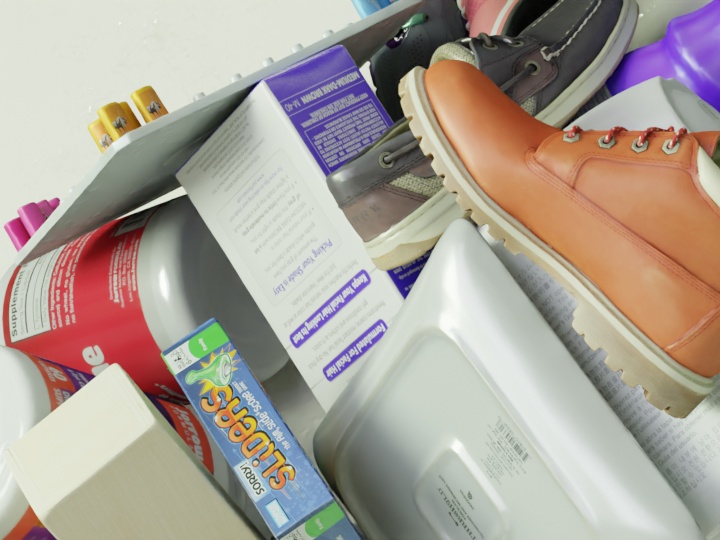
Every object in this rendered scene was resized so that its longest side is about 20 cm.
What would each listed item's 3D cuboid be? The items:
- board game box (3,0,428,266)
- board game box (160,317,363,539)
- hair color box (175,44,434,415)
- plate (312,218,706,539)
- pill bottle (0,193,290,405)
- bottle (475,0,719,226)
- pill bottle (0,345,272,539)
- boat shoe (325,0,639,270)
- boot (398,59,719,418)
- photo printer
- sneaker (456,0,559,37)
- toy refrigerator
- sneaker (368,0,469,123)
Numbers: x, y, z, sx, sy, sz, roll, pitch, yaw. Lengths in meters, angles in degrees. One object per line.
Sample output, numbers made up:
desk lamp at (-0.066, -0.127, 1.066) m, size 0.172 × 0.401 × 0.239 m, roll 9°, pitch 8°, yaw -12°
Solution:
board game box at (-0.081, -0.081, 1.490) m, size 0.026 × 0.199 × 0.200 m, roll 59°, pitch 152°, yaw 4°
board game box at (-0.022, 0.129, 1.394) m, size 0.034 × 0.200 × 0.136 m, roll -33°, pitch 48°, yaw -4°
hair color box at (0.000, 0.000, 1.429) m, size 0.201 × 0.065 × 0.109 m, roll 59°, pitch 143°, yaw 7°
plate at (0.057, 0.109, 1.339) m, size 0.200 × 0.032 × 0.200 m, roll 54°, pitch 140°, yaw 19°
pill bottle at (-0.138, 0.030, 1.600) m, size 0.199 × 0.112 × 0.113 m, roll -18°, pitch 63°, yaw 39°
bottle at (0.144, -0.066, 1.394) m, size 0.200 × 0.065 × 0.084 m, roll -47°, pitch 42°, yaw 20°
pill bottle at (-0.141, 0.115, 1.508) m, size 0.111 × 0.199 × 0.112 m, roll -17°, pitch 64°, yaw 38°
boat shoe at (0.061, -0.085, 1.376) m, size 0.200 × 0.065 × 0.072 m, roll -46°, pitch 17°, yaw -22°
boot at (0.109, -0.041, 1.257) m, size 0.200 × 0.075 × 0.107 m, roll 44°, pitch 108°, yaw 11°
photo printer at (0.143, 0.023, 1.316) m, size 0.166 × 0.069 × 0.200 m, roll -45°, pitch 71°, yaw 23°
sneaker at (0.085, -0.142, 1.490) m, size 0.087 × 0.073 × 0.201 m, roll -11°, pitch 61°, yaw 52°
toy refrigerator at (-0.092, 0.144, 1.427) m, size 0.076 × 0.200 × 0.070 m, roll -39°, pitch 37°, yaw -2°
sneaker at (0.011, -0.164, 1.544) m, size 0.074 × 0.087 × 0.201 m, roll -24°, pitch 59°, yaw 36°
